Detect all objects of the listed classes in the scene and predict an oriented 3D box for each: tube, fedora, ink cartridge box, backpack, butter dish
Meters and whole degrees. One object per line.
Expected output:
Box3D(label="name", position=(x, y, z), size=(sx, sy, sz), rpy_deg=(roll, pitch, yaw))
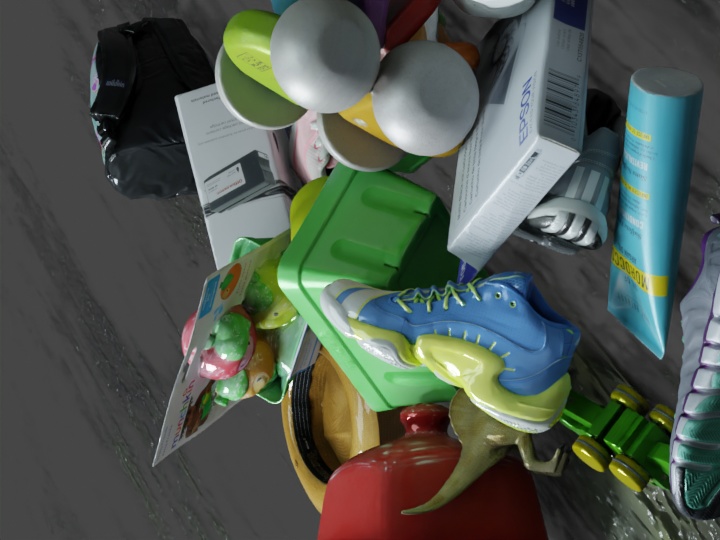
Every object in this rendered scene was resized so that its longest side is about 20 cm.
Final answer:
Box3D(label="tube", position=(0.206, -0.042, 1.486), size=(0.078, 0.050, 0.202), rpy_deg=(-126, 33, -56))
Box3D(label="fedora", position=(-0.005, 0.128, 1.892), size=(0.200, 0.081, 0.203), rpy_deg=(173, 90, -66))
Box3D(label="ink cartridge box", position=(-0.096, -0.063, 1.962), size=(0.145, 0.083, 0.202), rpy_deg=(48, -154, -73))
Box3D(label="backpack", position=(-0.213, -0.168, 2.166), size=(0.127, 0.165, 0.201), rpy_deg=(103, 154, -43))
Box3D(label="butter dish", position=(0.055, 0.180, 1.671), size=(0.200, 0.197, 0.150), rpy_deg=(154, 116, -65))
Box3D(label="ink cartridge box", position=(0.107, -0.109, 1.556), size=(0.200, 0.040, 0.201), rpy_deg=(126, 159, -48))

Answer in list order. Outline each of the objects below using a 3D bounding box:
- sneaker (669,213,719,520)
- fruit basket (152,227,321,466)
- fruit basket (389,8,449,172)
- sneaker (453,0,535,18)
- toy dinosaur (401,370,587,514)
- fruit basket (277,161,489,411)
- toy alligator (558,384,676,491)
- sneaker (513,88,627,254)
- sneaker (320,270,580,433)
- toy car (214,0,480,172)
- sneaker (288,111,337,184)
Box3D(label="sneaker", position=(0.245, 0.065, 1.419), size=(0.088, 0.074, 0.202), rpy_deg=(-128, 48, -67))
Box3D(label="fruit basket", position=(-0.098, 0.059, 1.779), size=(0.093, 0.200, 0.187), rpy_deg=(24, 116, 12))
Box3D(label="fruit basket", position=(0.039, -0.189, 1.737), size=(0.185, 0.093, 0.202), rpy_deg=(143, 134, -66))
Box3D(label="sneaker", position=(0.091, -0.213, 1.478), size=(0.200, 0.088, 0.076), rpy_deg=(-7, 104, 69))
Box3D(label="toy dinosaur", position=(0.110, 0.127, 1.611), size=(0.100, 0.201, 0.058), rpy_deg=(20, 154, 16))
Box3D(label="fruit basket", position=(0.000, 0.000, 1.703), size=(0.156, 0.215, 0.215), rpy_deg=(-60, 16, -24))
Box3D(label="toy alligator", position=(0.184, 0.119, 1.541), size=(0.199, 0.059, 0.054), rpy_deg=(27, 162, 49))
Box3D(label="sneaker", position=(0.156, -0.077, 1.566), size=(0.200, 0.074, 0.117), rpy_deg=(-170, 101, -77))
Box3D(label="sneaker", position=(0.073, 0.032, 1.539), size=(0.106, 0.199, 0.076), rpy_deg=(-64, -7, 12))
Box3D(label="toy car", position=(-0.001, -0.167, 1.551), size=(0.175, 0.199, 0.151), rpy_deg=(-7, 63, 67))
Box3D(label="sneaker", position=(-0.022, -0.152, 1.870), size=(0.105, 0.075, 0.202), rpy_deg=(-130, 34, -54))
